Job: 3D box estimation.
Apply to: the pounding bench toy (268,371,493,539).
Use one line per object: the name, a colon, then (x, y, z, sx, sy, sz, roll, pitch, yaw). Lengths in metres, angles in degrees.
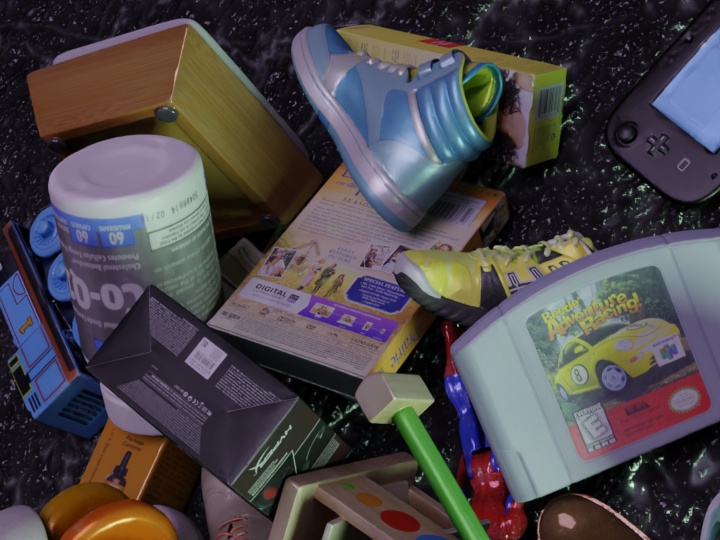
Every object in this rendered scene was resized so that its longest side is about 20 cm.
pounding bench toy: (0.039, 0.183, 1.133, 0.155, 0.124, 0.202, 29, 111, 36)

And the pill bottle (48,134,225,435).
pill bottle: (-0.158, 0.013, 1.295, 0.113, 0.202, 0.114, -6, 28, 3)

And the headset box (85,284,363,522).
headset box: (-0.078, 0.112, 1.209, 0.148, 0.200, 0.075, 35, 81, 30)

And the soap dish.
soap dish: (-0.145, -0.098, 1.370, 0.156, 0.200, 0.082, -11, 52, 28)

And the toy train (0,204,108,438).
toy train: (-0.242, 0.036, 1.443, 0.114, 0.087, 0.201, -42, 53, 13)

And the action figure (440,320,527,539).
action figure: (0.091, 0.129, 1.224, 0.065, 0.052, 0.202, -16, 59, 27)

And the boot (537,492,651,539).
boot: (0.169, 0.215, 1.122, 0.073, 0.075, 0.201, -40, 52, 9)

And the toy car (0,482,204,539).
toy car: (-0.173, 0.251, 1.208, 0.149, 0.174, 0.202, 1, 88, 54)

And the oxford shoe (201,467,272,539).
oxford shoe: (-0.077, 0.201, 1.270, 0.071, 0.074, 0.201, -35, 54, 11)

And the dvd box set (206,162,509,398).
dvd box set: (0.000, 0.000, 1.289, 0.145, 0.030, 0.200, 16, 51, 31)

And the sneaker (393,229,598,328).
sneaker: (0.121, 0.006, 1.199, 0.198, 0.075, 0.077, 11, 105, -6)

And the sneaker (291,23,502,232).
sneaker: (0.034, -0.137, 1.302, 0.130, 0.079, 0.201, -39, 56, 14)

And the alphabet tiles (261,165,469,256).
alphabet tiles: (-0.001, -0.015, 1.374, 0.166, 0.008, 0.201, 25, 81, 36)

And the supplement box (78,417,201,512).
supplement box: (-0.189, 0.207, 1.339, 0.066, 0.069, 0.201, 15, 77, 34)

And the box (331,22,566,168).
box: (0.061, -0.138, 1.352, 0.199, 0.050, 0.076, 17, 113, 36)

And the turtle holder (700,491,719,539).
turtle holder: (0.276, 0.195, 1.048, 0.131, 0.140, 0.187, 5, 109, 47)

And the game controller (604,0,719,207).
game controller: (0.268, -0.139, 1.256, 0.200, 0.042, 0.104, -48, 53, 2)

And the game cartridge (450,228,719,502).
game cartridge: (0.167, 0.056, 1.155, 0.199, 0.041, 0.134, -24, 97, 4)

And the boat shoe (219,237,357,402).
boat shoe: (-0.053, 0.033, 1.332, 0.199, 0.072, 0.062, 33, 88, 40)
